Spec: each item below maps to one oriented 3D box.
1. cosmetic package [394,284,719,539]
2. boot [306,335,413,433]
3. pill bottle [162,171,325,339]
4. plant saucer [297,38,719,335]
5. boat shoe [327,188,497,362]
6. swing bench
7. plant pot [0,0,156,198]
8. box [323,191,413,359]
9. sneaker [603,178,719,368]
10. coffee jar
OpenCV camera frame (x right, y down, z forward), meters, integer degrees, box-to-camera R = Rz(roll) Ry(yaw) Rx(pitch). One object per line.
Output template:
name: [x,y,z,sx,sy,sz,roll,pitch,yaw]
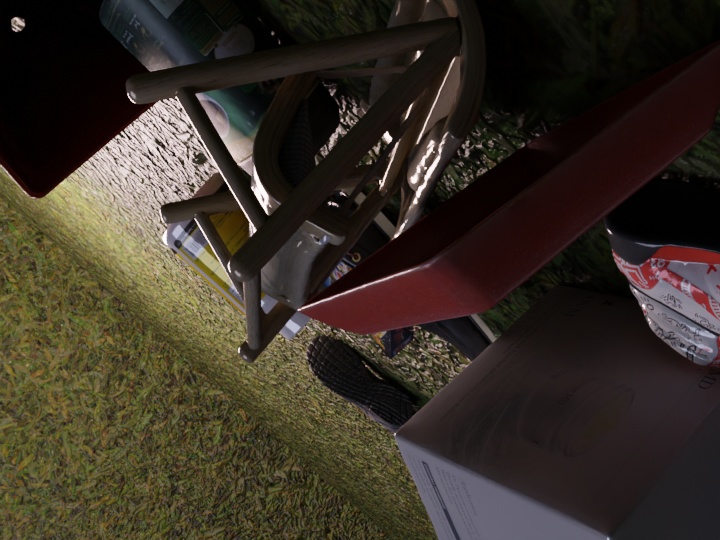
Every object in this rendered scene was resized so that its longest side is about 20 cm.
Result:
cosmetic package: [0.167,0.125,0.589,0.198,0.198,0.125,13,133,53]
boot: [-0.001,0.190,1.316,0.199,0.070,0.132,40,167,14]
pill bottle: [-0.135,-0.014,1.029,0.200,0.113,0.112,43,161,-9]
plant saucer: [0.076,-0.029,0.442,0.037,0.198,0.199,56,159,-5]
boat shoe: [0.040,0.019,0.707,0.201,0.063,0.074,43,175,-3]
swing bench: [-0.021,-0.066,0.527,0.131,0.198,0.199,56,165,11]
plant pot: [-0.310,-0.230,0.771,0.176,0.200,0.201,38,165,37]
box: [0.000,0.000,0.870,0.137,0.037,0.201,48,165,20]
sneaker: [0.234,0.019,0.464,0.200,0.068,0.108,25,158,46]
coffee jar: [-0.109,-0.164,0.674,0.200,0.086,0.104,46,157,-16]
